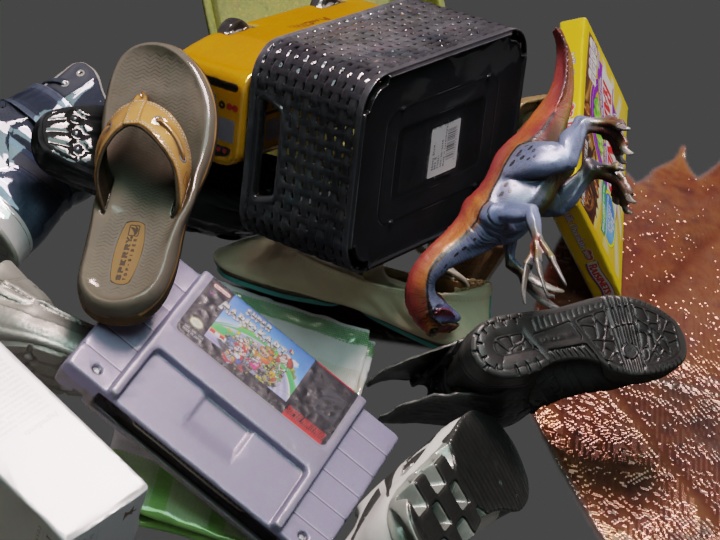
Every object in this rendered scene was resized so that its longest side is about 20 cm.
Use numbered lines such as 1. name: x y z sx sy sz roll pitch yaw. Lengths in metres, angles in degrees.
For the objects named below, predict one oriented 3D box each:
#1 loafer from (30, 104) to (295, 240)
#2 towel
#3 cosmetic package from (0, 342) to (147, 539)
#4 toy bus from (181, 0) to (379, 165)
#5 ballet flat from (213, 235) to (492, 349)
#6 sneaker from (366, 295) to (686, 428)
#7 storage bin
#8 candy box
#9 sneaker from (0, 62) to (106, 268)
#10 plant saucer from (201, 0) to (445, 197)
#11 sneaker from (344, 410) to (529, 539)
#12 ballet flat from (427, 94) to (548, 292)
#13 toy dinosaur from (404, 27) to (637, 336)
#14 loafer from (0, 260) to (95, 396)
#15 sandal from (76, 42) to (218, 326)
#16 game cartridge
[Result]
1. loafer: -0.136 -0.059 1.573 0.199 0.070 0.069 14 53 -33
2. towel: -0.081 0.099 1.526 0.148 0.031 0.201 18 49 -1
3. cosmetic package: -0.227 0.110 1.409 0.200 0.102 0.074 42 50 19
4. toy bus: -0.045 -0.135 1.593 0.065 0.079 0.199 18 25 30
5. ballet flat: 0.000 0.000 1.606 0.198 0.070 0.070 19 46 -8
6. sneaker: 0.112 0.067 1.568 0.198 0.104 0.060 -3 66 -26
7. storage bin: 0.018 -0.094 1.565 0.093 0.136 0.199 20 27 31
8. candy box: 0.170 -0.084 1.727 0.026 0.103 0.201 -11 45 19
9. sneaker: -0.262 -0.109 1.592 0.202 0.077 0.146 42 60 5
10. plant saucer: -0.029 -0.162 1.700 0.198 0.048 0.202 -15 96 -30
11. sneaker: 0.041 0.149 1.493 0.075 0.088 0.200 61 29 2
12. ballet flat: 0.106 -0.064 1.694 0.068 0.072 0.201 47 43 -16
13. toy dinosaur: 0.099 -0.038 1.587 0.180 0.105 0.201 -20 57 -10
14. loafer: -0.229 0.026 1.498 0.198 0.070 0.070 19 60 -1
15. sandal: -0.142 -0.063 1.467 0.081 0.055 0.201 3 61 18
16. game cartridge: -0.080 0.085 1.470 0.200 0.038 0.130 39 50 -3
